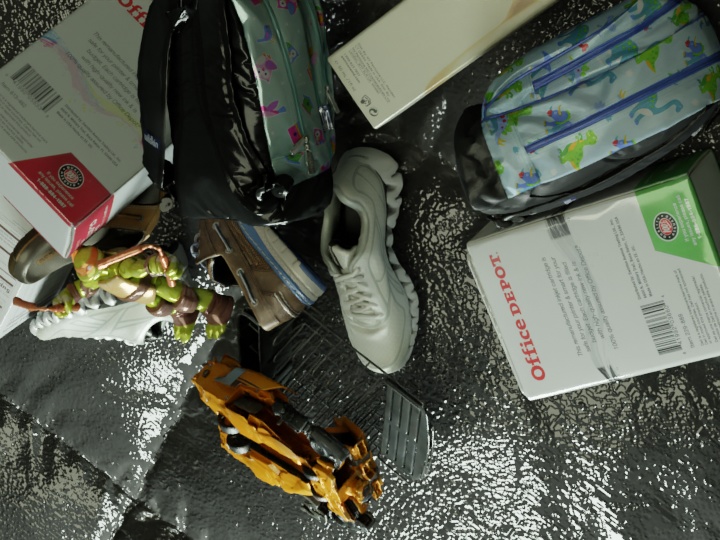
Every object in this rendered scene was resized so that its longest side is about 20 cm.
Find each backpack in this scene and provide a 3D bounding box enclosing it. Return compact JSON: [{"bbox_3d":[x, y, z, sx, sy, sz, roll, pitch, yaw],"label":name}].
[{"bbox_3d":[0.180,-0.125,1.171,0.198,0.163,0.156,-11,91,23],"label":"backpack"},{"bbox_3d":[-0.096,-0.146,1.254,0.166,0.126,0.202,4,108,41],"label":"backpack"}]

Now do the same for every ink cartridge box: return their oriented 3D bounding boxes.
[{"bbox_3d":[0.205,0.005,1.247,0.198,0.084,0.147,-16,102,31],"label":"ink cartridge box"},{"bbox_3d":[-0.227,-0.134,1.339,0.146,0.200,0.083,45,155,4],"label":"ink cartridge box"}]

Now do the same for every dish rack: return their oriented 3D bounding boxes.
[{"bbox_3d":[-0.021,0.114,1.381,0.199,0.055,0.154,37,153,21],"label":"dish rack"}]

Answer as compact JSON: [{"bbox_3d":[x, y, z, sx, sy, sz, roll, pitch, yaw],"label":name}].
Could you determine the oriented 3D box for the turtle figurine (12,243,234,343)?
[{"bbox_3d":[-0.203,0.014,1.376,0.199,0.065,0.161,-21,144,38],"label":"turtle figurine"}]

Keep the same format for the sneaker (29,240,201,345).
[{"bbox_3d":[-0.238,0.041,1.498,0.198,0.075,0.082,-18,110,32],"label":"sneaker"}]

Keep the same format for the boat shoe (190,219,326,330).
[{"bbox_3d":[-0.111,-0.024,1.354,0.072,0.072,0.200,-43,47,0],"label":"boat shoe"}]

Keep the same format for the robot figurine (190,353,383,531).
[{"bbox_3d":[-0.059,0.150,1.364,0.199,0.058,0.146,24,147,37],"label":"robot figurine"}]

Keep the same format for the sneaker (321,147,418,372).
[{"bbox_3d":[0.000,0.000,1.344,0.074,0.081,0.202,0,111,25],"label":"sneaker"}]

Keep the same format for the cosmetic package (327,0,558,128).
[{"bbox_3d":[0.081,-0.202,1.217,0.199,0.105,0.071,-32,96,34],"label":"cosmetic package"}]

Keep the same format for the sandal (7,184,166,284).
[{"bbox_3d":[-0.223,-0.043,1.398,0.055,0.199,0.082,48,160,22],"label":"sandal"}]

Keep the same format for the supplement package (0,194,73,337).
[{"bbox_3d":[-0.325,-0.049,1.477,0.109,0.114,0.201,39,122,6],"label":"supplement package"}]
